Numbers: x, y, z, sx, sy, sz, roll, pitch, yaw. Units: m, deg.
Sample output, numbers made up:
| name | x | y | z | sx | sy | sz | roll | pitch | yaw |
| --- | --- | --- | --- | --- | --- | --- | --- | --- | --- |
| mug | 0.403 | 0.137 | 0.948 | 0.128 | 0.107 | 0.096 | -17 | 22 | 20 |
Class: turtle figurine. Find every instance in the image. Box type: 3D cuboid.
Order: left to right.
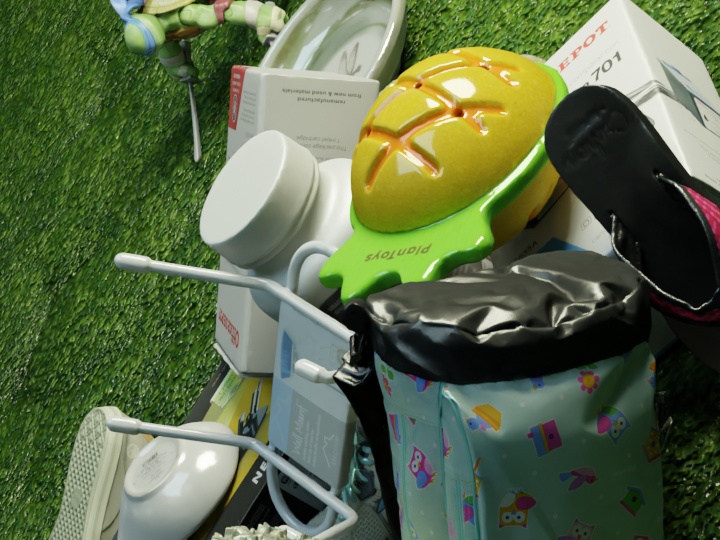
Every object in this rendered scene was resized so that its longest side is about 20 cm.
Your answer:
| name | x | y | z | sx | sy | sz | roll | pitch | yaw |
| --- | --- | --- | --- | --- | --- | --- | --- | --- | --- |
| turtle figurine | -0.109 | -0.211 | 1.803 | 0.194 | 0.200 | 0.144 | -47 | -8 | -30 |

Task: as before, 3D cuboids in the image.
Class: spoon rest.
| name | x | y | z | sx | sy | sz | roll | pitch | yaw |
| --- | --- | --- | --- | --- | --- | --- | --- | --- | --- |
| spoon rest | -0.159 | 0.178 | 1.398 | 0.200 | 0.061 | 0.099 | -38 | 31 | 7 |

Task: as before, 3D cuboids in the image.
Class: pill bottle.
| name | x | y | z | sx | sy | sz | roll | pitch | yaw |
| --- | --- | --- | --- | --- | --- | --- | --- | --- | --- |
| pill bottle | 0.000 | 0.000 | 1.270 | 0.111 | 0.200 | 0.111 | -37 | 33 | 30 |

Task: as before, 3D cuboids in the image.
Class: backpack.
| name | x | y | z | sx | sy | sz | roll | pitch | yaw |
| --- | --- | --- | --- | --- | --- | --- | --- | --- | --- |
| backpack | 0.082 | 0.103 | 1.050 | 0.127 | 0.166 | 0.201 | -145 | 48 | -66 |

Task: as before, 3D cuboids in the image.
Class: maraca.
| name | x | y | z | sx | sy | sz | roll | pitch | yaw |
| --- | --- | --- | --- | --- | --- | --- | --- | --- | --- |
| maraca | 0.048 | -0.052 | 1.147 | 0.137 | 0.107 | 0.200 | -14 | 34 | 39 |

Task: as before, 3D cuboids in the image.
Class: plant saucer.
| name | x | y | z | sx | sy | sz | roll | pitch | yaw |
| --- | --- | --- | --- | --- | --- | --- | --- | --- | --- |
| plant saucer | -0.020 | -0.152 | 1.622 | 0.200 | 0.050 | 0.201 | -39 | 32 | 30 |

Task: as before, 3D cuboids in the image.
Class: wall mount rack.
| name | x | y | z | sx | sy | sz | roll | pitch | yaw |
| --- | --- | --- | --- | --- | --- | --- | --- | --- | --- |
| wall mount rack | -0.068 | 0.070 | 1.209 | 0.173 | 0.074 | 0.201 | 30 | 125 | 36 |

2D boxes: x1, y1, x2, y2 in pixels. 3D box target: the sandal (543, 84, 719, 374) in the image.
| name | x | y | z | sx | sy | sz | roll | pitch | yaw |
| --- | --- | --- | --- | --- | --- | --- | --- | --- | --- |
| sandal | 0.164 | -0.014 | 1.063 | 0.075 | 0.200 | 0.045 | -47 | -15 | 23 |

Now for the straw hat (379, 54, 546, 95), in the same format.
| name | x | y | z | sx | sy | sz | roll | pitch | yaw |
| --- | --- | --- | --- | --- | --- | --- | --- | --- | --- |
| straw hat | 0.043 | -0.086 | 1.413 | 0.201 | 0.085 | 0.202 | -39 | 32 | 31 |

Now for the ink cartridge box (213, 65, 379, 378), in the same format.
| name | x | y | z | sx | sy | sz | roll | pitch | yaw |
| --- | --- | --- | --- | --- | --- | --- | --- | --- | --- |
| ink cartridge box | -0.046 | -0.036 | 1.393 | 0.147 | 0.082 | 0.202 | -146 | 60 | -76 |

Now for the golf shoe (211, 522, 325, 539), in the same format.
| name | x | y | z | sx | sy | sz | roll | pitch | yaw |
| --- | --- | --- | --- | --- | --- | --- | --- | --- | --- |
| golf shoe | -0.018 | 0.198 | 1.118 | 0.078 | 0.200 | 0.098 | 17 | 85 | 40 |

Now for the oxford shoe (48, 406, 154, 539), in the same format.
| name | x | y | z | sx | sy | sz | roll | pitch | yaw |
| --- | --- | --- | --- | --- | --- | --- | --- | --- | --- |
| oxford shoe | -0.200 | 0.204 | 1.545 | 0.075 | 0.057 | 0.201 | 17 | 90 | 55 |

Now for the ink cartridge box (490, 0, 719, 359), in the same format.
| name | x | y | z | sx | sy | sz | roll | pitch | yaw |
| --- | --- | --- | --- | --- | --- | --- | --- | --- | --- |
| ink cartridge box | 0.149 | -0.046 | 1.203 | 0.146 | 0.086 | 0.201 | -44 | 32 | 23 |

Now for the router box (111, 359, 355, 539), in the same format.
| name | x | y | z | sx | sy | sz | roll | pitch | yaw |
| --- | --- | --- | --- | --- | --- | --- | --- | --- | --- |
| router box | -0.094 | 0.164 | 1.410 | 0.201 | 0.052 | 0.157 | -58 | 27 | -3 |

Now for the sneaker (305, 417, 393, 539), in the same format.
| name | x | y | z | sx | sy | sz | roll | pitch | yaw |
| --- | --- | --- | --- | --- | --- | --- | --- | --- | --- |
| sneaker | 0.022 | 0.111 | 1.242 | 0.200 | 0.086 | 0.078 | -42 | 31 | 27 |
